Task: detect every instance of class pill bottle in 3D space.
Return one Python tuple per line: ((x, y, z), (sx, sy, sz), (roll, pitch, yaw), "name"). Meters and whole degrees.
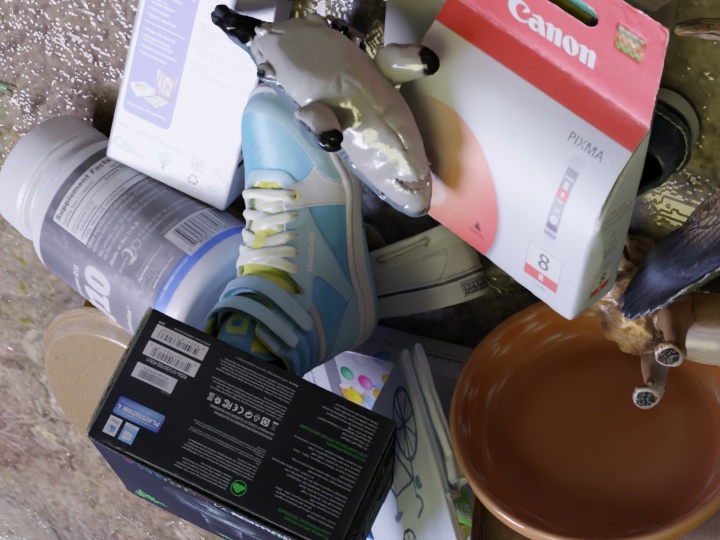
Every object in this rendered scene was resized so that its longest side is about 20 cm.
((-0.165, -0.024, 1.250), (0.199, 0.114, 0.114), (35, 140, 25), "pill bottle")

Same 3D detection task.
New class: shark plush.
((-0.035, -0.105, 1.056), (0.199, 0.091, 0.084), (27, 154, 29), "shark plush")

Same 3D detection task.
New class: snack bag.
((0.042, 0.177, 1.192), (0.021, 0.201, 0.189), (-8, 154, -17), "snack bag")

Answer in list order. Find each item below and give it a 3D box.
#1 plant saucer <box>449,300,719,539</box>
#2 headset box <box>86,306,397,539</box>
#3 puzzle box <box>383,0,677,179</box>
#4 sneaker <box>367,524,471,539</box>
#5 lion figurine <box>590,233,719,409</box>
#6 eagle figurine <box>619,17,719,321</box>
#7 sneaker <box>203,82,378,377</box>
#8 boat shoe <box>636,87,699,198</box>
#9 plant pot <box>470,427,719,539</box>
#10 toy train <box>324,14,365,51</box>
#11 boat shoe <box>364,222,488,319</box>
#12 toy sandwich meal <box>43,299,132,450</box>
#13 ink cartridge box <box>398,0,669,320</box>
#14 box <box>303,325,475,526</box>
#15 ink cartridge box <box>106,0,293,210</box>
((0.158, 0.100, 1.118), (0.199, 0.201, 0.038), (14, 144, 22), "plant saucer")
((-0.071, 0.124, 1.123), (0.173, 0.093, 0.200), (25, 165, 7), "headset box")
((0.094, -0.145, 1.017), (0.200, 0.025, 0.134), (37, 141, 30), "puzzle box")
((0.041, 0.258, 1.432), (0.105, 0.076, 0.200), (42, 131, 11), "sneaker")
((0.234, 0.036, 1.094), (0.198, 0.123, 0.073), (15, 126, 1), "lion figurine")
((0.239, -0.057, 0.984), (0.150, 0.151, 0.201), (11, 122, 10), "eagle figurine")
((-0.058, -0.013, 1.127), (0.079, 0.130, 0.201), (2, 119, 38), "sneaker")
((0.119, -0.063, 1.095), (0.199, 0.062, 0.075), (-6, 122, 35), "boat shoe")
((0.199, 0.181, 1.179), (0.197, 0.201, 0.201), (-1, 127, 22), "plant pot")
((-0.028, -0.096, 1.173), (0.034, 0.046, 0.201), (33, 139, 14), "toy train")
((0.000, 0.000, 1.233), (0.199, 0.071, 0.070), (-11, 96, 42), "boat shoe")
((-0.170, 0.094, 1.420), (0.204, 0.070, 0.206), (22, 137, 21), "toy sandwich meal")
((0.091, -0.089, 0.998), (0.162, 0.050, 0.201), (39, 147, 29), "ink cartridge box")
((0.036, 0.114, 1.300), (0.199, 0.041, 0.157), (12, 133, 34), "box")
((-0.107, -0.146, 1.168), (0.099, 0.039, 0.201), (26, 126, 10), "ink cartridge box")
